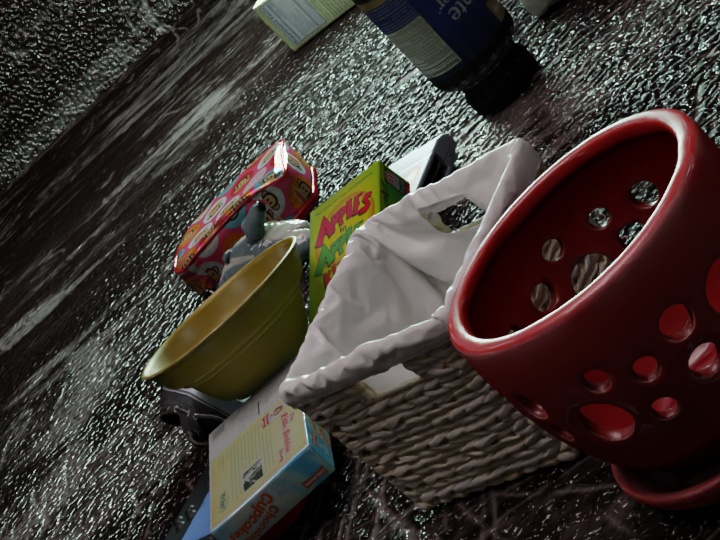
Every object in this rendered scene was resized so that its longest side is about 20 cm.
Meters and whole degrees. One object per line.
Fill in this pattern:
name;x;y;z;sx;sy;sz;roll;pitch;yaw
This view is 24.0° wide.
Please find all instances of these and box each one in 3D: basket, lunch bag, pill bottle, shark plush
basket;0.079;0.043;1.278;0.197;0.161;0.201;-27;28;44
lunch bag;-0.141;-0.065;2.069;0.200;0.082;0.176;-43;19;14
pill bottle;0.090;-0.261;1.780;0.112;0.200;0.112;-40;21;19
shark plush;-0.129;0.005;1.944;0.199;0.091;0.084;-37;52;15

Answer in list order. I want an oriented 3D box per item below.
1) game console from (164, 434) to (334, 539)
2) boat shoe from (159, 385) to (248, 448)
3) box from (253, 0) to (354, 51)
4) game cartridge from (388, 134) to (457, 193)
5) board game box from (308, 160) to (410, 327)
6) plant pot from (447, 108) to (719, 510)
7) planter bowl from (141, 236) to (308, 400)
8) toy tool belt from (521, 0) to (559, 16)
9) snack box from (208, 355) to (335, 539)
game console;-0.101;0.194;1.565;0.199;0.031;0.178;-29;27;41
boat shoe;-0.159;0.148;1.732;0.199;0.069;0.067;10;83;59
box;-0.047;-0.468;2.625;0.199;0.097;0.177;-31;25;37
game cartridge;0.027;-0.048;1.756;0.133;0.041;0.201;-35;22;41
board game box;0.000;0.000;1.628;0.101;0.047;0.201;-37;36;31
plant pot;0.183;0.030;1.051;0.200;0.182;0.201;-40;21;19
planter bowl;-0.110;0.064;1.626;0.200;0.084;0.201;-41;10;8
toy tool belt;0.186;-0.380;1.923;0.125;0.123;0.200;-43;19;11
snack box;-0.082;0.160;1.497;0.116;0.037;0.200;-43;17;10
